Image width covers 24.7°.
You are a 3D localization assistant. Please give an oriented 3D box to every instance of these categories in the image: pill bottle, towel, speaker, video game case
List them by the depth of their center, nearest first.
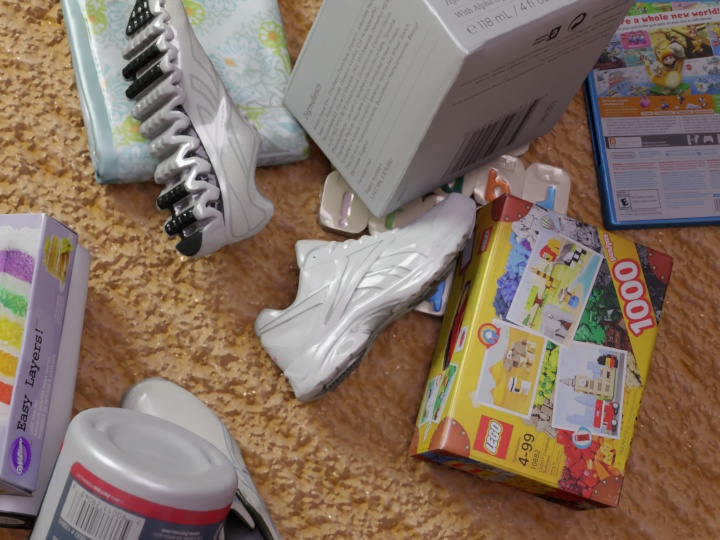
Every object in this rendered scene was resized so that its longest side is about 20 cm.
[{"bbox_3d":[-0.168,0.205,1.093,0.119,0.120,0.201,21,102,-7],"label":"pill bottle"},{"bbox_3d":[-0.241,0.077,1.165,0.081,0.081,0.202,9,73,-11],"label":"speaker"},{"bbox_3d":[-0.140,-0.171,1.278,0.170,0.048,0.202,-9,77,-16],"label":"towel"},{"bbox_3d":[0.259,-0.135,1.383,0.142,0.018,0.202,-3,75,-14],"label":"video game case"}]

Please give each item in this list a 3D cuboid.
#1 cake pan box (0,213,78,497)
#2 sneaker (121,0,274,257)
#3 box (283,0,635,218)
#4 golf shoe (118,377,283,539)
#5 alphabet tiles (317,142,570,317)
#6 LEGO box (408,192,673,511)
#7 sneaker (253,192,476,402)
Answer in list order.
[{"bbox_3d":[-0.298,0.054,1.124,0.198,0.052,0.186,1,71,24],"label":"cake pan box"},{"bbox_3d":[-0.120,-0.113,1.214,0.081,0.075,0.202,-15,91,-32],"label":"sneaker"},{"bbox_3d":[0.075,-0.174,1.224,0.198,0.200,0.131,-28,70,-33],"label":"box"},{"bbox_3d":[-0.102,0.156,1.167,0.078,0.097,0.201,-32,82,-18],"label":"golf shoe"},{"bbox_3d":[0.068,-0.057,1.314,0.198,0.015,0.197,14,71,-10],"label":"alphabet tiles"},{"bbox_3d":[0.138,0.065,1.251,0.148,0.077,0.201,19,74,-13],"label":"LEGO box"},{"bbox_3d":[0.000,0.000,1.236,0.200,0.078,0.099,-43,81,-9],"label":"sneaker"}]
